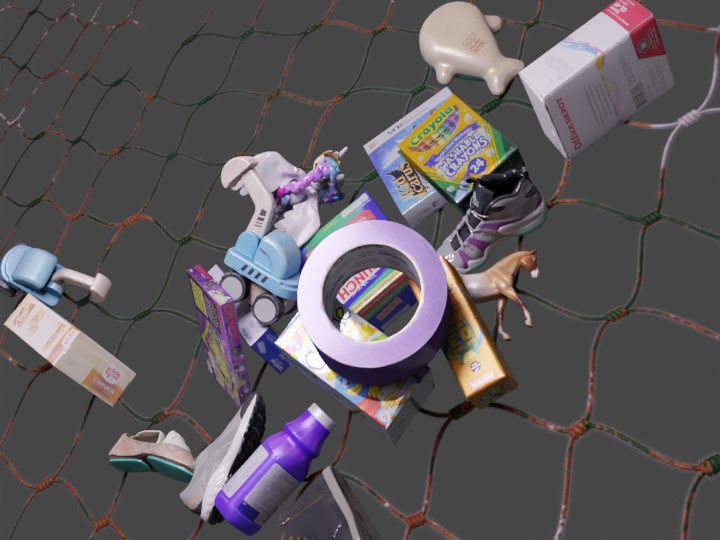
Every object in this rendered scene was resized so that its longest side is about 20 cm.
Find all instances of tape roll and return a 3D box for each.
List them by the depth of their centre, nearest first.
[{"bbox_3d":[0.019,0.043,1.235,0.195,0.085,0.204,-3,68,8],"label":"tape roll"}]

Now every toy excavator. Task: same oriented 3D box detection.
[{"bbox_3d":[-0.152,-0.049,1.447,0.192,0.100,0.203,30,106,12],"label":"toy excavator"},{"bbox_3d":[-0.595,0.016,1.816,0.199,0.193,0.101,-23,38,56],"label":"toy excavator"}]

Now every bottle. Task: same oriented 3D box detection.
[{"bbox_3d":[-0.116,0.279,1.333,0.200,0.084,0.065,-48,45,-6],"label":"bottle"}]

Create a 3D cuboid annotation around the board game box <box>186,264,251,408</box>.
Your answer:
[{"bbox_3d":[-0.218,0.103,1.461,0.032,0.203,0.120,-21,38,-22],"label":"board game box"}]

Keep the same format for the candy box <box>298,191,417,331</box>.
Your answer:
[{"bbox_3d":[0.000,0.000,1.472,0.168,0.077,0.201,-39,46,4],"label":"candy box"}]

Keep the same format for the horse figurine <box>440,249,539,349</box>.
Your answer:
[{"bbox_3d":[0.168,0.045,1.348,0.196,0.050,0.135,-17,57,18],"label":"horse figurine"}]

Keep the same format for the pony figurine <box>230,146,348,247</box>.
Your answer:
[{"bbox_3d":[-0.103,-0.133,1.561,0.191,0.200,0.168,-34,89,-6],"label":"pony figurine"}]

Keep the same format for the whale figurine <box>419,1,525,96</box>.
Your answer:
[{"bbox_3d":[0.193,-0.373,1.634,0.199,0.104,0.159,40,81,20],"label":"whale figurine"}]

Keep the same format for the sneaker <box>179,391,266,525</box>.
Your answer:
[{"bbox_3d":[-0.203,0.268,1.393,0.078,0.074,0.203,18,67,21],"label":"sneaker"}]

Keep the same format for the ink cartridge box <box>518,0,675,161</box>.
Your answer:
[{"bbox_3d":[0.355,-0.287,1.407,0.198,0.148,0.086,-34,45,5],"label":"ink cartridge box"}]

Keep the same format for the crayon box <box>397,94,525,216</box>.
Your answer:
[{"bbox_3d":[0.147,-0.190,1.476,0.125,0.052,0.200,-42,51,0],"label":"crayon box"}]

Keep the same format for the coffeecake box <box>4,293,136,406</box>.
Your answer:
[{"bbox_3d":[-0.511,0.139,1.650,0.198,0.154,0.074,24,72,43],"label":"coffeecake box"}]

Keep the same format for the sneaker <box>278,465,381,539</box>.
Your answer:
[{"bbox_3d":[-0.035,0.363,1.232,0.106,0.075,0.201,-42,35,5],"label":"sneaker"}]

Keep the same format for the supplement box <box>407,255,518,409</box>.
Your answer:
[{"bbox_3d":[0.138,0.083,1.279,0.066,0.069,0.202,-32,62,10],"label":"supplement box"}]

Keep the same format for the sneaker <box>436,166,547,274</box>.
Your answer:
[{"bbox_3d":[0.170,-0.084,1.378,0.198,0.140,0.078,-35,45,4],"label":"sneaker"}]

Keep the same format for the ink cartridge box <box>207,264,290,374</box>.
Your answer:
[{"bbox_3d":[-0.183,0.077,1.523,0.044,0.094,0.200,-43,44,-4],"label":"ink cartridge box"}]

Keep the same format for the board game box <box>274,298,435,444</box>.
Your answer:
[{"bbox_3d":[-0.006,0.132,1.305,0.198,0.105,0.104,34,77,19],"label":"board game box"}]

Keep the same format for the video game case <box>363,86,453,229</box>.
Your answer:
[{"bbox_3d":[0.116,-0.192,1.566,0.180,0.046,0.201,-35,45,8],"label":"video game case"}]

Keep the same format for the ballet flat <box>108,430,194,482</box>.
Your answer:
[{"bbox_3d":[-0.317,0.285,1.476,0.196,0.069,0.068,1,50,32],"label":"ballet flat"}]
